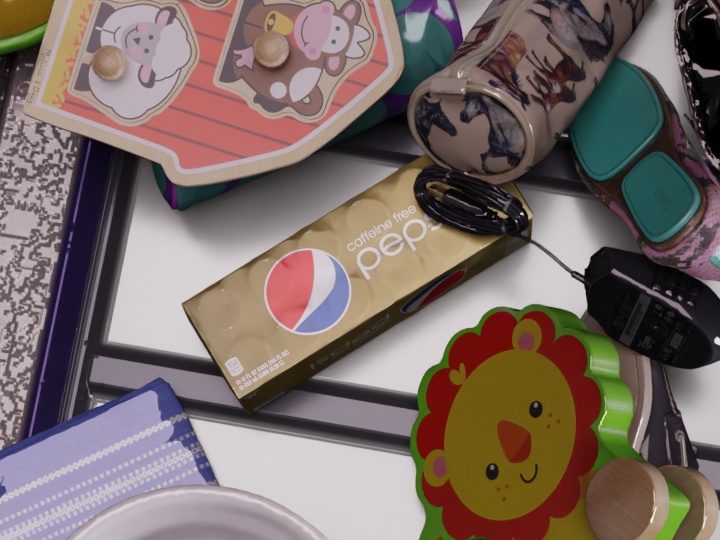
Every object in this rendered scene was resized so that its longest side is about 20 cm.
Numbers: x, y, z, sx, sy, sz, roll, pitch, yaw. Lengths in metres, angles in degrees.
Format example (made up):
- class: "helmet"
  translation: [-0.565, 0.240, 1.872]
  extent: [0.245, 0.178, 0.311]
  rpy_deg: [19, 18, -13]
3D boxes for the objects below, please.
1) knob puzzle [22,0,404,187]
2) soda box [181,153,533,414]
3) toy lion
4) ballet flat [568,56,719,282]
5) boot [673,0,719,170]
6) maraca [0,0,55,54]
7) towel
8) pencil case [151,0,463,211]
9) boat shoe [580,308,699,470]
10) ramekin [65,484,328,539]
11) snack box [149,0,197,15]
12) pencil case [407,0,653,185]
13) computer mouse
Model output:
- class: "knob puzzle"
  translation: [-0.071, -0.143, 1.382]
  extent: [0.218, 0.030, 0.221]
  rpy_deg: [0, 86, 0]
- class: "soda box"
  translation: [0.000, 0.000, 1.427]
  extent: [0.199, 0.064, 0.068]
  rpy_deg: [-32, 78, -5]
- class: "toy lion"
  translation: [0.090, 0.128, 1.371]
  extent: [0.192, 0.068, 0.201]
  rpy_deg: [41, 110, 39]
- class: "ballet flat"
  translation: [0.171, -0.050, 1.405]
  extent: [0.069, 0.200, 0.071]
  rpy_deg: [-42, 121, 11]
- class: "boot"
  translation: [0.207, -0.133, 1.385]
  extent: [0.069, 0.174, 0.201]
  rpy_deg: [-15, 78, 15]
- class: "maraca"
  translation: [-0.222, -0.183, 1.456]
  extent: [0.200, 0.107, 0.137]
  rpy_deg: [-43, 70, -5]
- class: "towel"
  translation: [-0.135, 0.178, 1.421]
  extent: [0.144, 0.024, 0.201]
  rpy_deg: [-25, 80, -4]
- class: "pencil case"
  translation: [-0.036, -0.112, 1.442]
  extent: [0.199, 0.085, 0.093]
  rpy_deg: [-23, 46, -3]
- class: "boat shoe"
  translation: [0.158, 0.114, 1.409]
  extent: [0.062, 0.072, 0.201]
  rpy_deg: [12, 67, -39]
- class: "ramekin"
  translation: [-0.088, 0.222, 1.351]
  extent: [0.199, 0.098, 0.202]
  rpy_deg: [0, 79, -1]
- class: "snack box"
  translation: [-0.037, -0.204, 1.456]
  extent: [0.199, 0.037, 0.116]
  rpy_deg: [-21, 38, -1]
- class: "pencil case"
  translation: [0.102, -0.133, 1.404]
  extent: [0.077, 0.090, 0.200]
  rpy_deg: [3, 42, 38]
- class: "computer mouse"
  translation: [0.120, -0.008, 1.374]
  extent: [0.199, 0.059, 0.034]
  rpy_deg: [31, 57, 7]
